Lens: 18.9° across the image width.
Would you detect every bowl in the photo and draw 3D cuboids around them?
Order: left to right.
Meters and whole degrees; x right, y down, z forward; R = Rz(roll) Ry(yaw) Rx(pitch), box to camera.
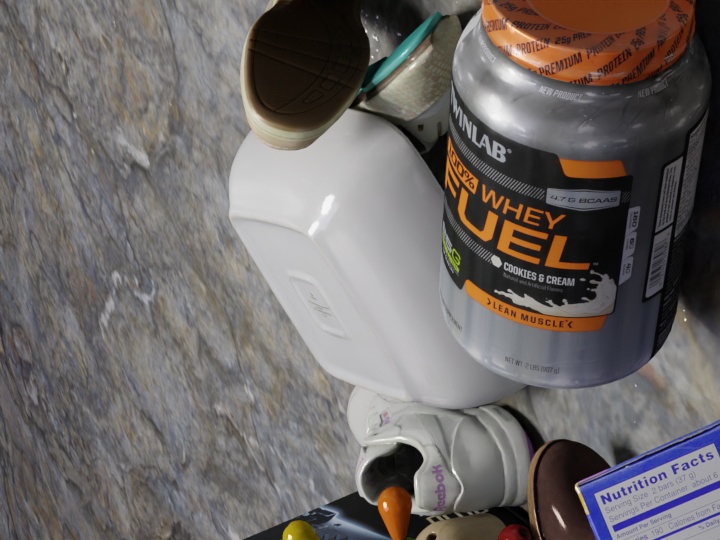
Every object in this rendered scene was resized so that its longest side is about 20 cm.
[{"bbox_3d":[0.000,0.000,1.306,0.200,0.074,0.200,59,162,-21],"label":"bowl"}]

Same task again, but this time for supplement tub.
[{"bbox_3d":[0.101,-0.052,1.031,0.123,0.122,0.201,51,151,41],"label":"supplement tub"}]

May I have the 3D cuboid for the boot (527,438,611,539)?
[{"bbox_3d":[0.174,0.150,1.130,0.201,0.072,0.166,65,146,19],"label":"boot"}]

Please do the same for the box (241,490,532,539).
[{"bbox_3d":[0.015,0.215,1.355,0.164,0.199,0.087,32,138,58],"label":"box"}]

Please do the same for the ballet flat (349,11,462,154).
[{"bbox_3d":[0.030,-0.101,1.270,0.062,0.068,0.200,44,164,-8],"label":"ballet flat"}]

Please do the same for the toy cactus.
[{"bbox_3d":[0.027,0.168,1.238,0.199,0.165,0.103,-18,90,35],"label":"toy cactus"}]

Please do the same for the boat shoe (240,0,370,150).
[{"bbox_3d":[-0.035,-0.124,1.267,0.201,0.072,0.065,-83,11,-52],"label":"boat shoe"}]

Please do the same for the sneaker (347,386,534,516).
[{"bbox_3d":[0.027,0.105,1.368,0.200,0.099,0.076,18,117,63],"label":"sneaker"}]

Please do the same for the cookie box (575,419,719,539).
[{"bbox_3d":[0.175,0.173,0.958,0.171,0.075,0.201,23,-135,-75],"label":"cookie box"}]
